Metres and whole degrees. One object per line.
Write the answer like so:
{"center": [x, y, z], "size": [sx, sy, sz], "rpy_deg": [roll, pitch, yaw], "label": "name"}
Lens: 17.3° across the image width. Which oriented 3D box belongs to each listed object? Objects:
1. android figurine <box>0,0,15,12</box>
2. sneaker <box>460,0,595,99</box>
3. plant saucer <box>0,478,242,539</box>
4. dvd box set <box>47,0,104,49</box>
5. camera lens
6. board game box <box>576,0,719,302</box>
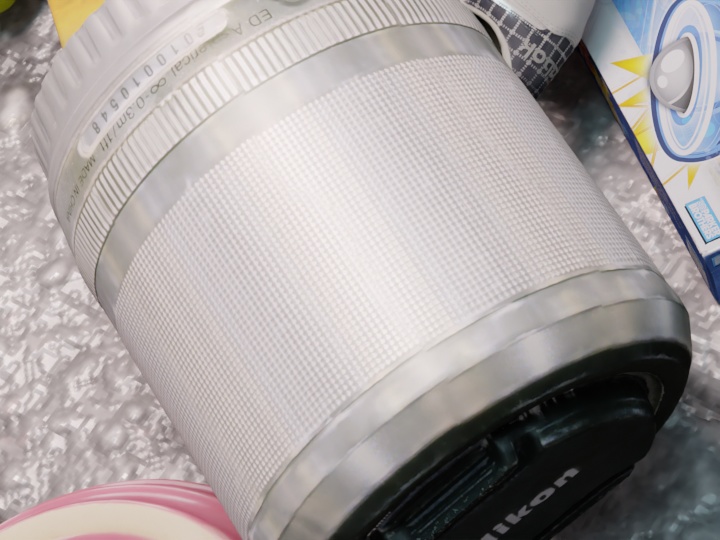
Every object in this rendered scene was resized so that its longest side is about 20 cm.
{"center": [-0.208, -0.169, 1.039], "size": [0.182, 0.041, 0.200], "rpy_deg": [32, 80, 25], "label": "android figurine"}
{"center": [-0.003, -0.125, 0.905], "size": [0.200, 0.076, 0.081], "rpy_deg": [18, 83, 30], "label": "sneaker"}
{"center": [-0.090, 0.156, 0.802], "size": [0.200, 0.051, 0.201], "rpy_deg": [-9, 56, 13], "label": "plant saucer"}
{"center": [-0.038, -0.073, 0.944], "size": [0.146, 0.029, 0.200], "rpy_deg": [-23, 55, 4], "label": "dvd box set"}
{"center": [0.000, 0.000, 0.783], "size": [0.160, 0.160, 0.200], "rpy_deg": [-32, 68, -3], "label": "camera lens"}
{"center": [0.151, -0.098, 0.892], "size": [0.135, 0.034, 0.200], "rpy_deg": [-26, 54, 2], "label": "board game box"}
